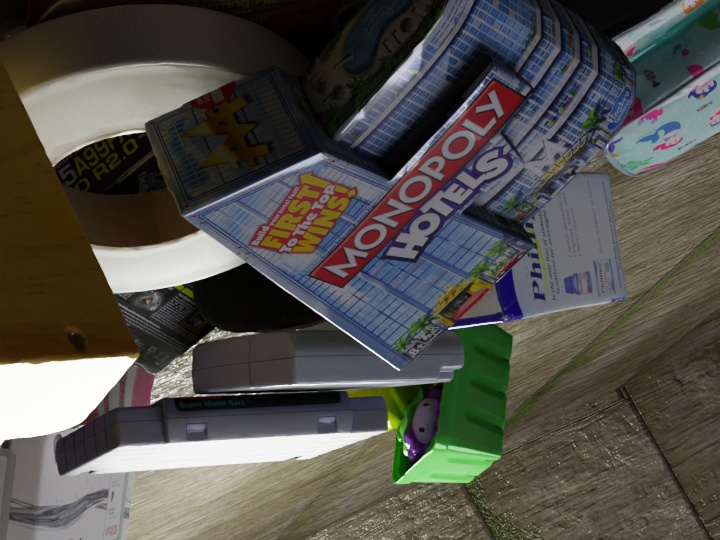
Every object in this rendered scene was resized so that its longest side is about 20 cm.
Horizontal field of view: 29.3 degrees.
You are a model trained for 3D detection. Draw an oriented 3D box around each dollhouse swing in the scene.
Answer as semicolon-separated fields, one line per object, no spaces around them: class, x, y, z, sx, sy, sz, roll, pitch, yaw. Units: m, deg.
dollhouse swing;-0.217;-0.006;0.556;0.176;0.200;0.182;-35;163;24

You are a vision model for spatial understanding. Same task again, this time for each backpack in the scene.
backpack;0.196;-0.155;0.927;0.177;0.151;0.200;-32;169;8

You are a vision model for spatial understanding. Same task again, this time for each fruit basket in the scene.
fruit basket;0.058;0.136;1.585;0.215;0.216;0.156;-19;162;-31

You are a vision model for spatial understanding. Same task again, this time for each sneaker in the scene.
sneaker;0.001;0.001;0.883;0.201;0.067;0.108;-21;163;7

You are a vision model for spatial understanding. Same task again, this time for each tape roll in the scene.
tape roll;-0.111;-0.053;0.690;0.202;0.037;0.203;-10;150;-6

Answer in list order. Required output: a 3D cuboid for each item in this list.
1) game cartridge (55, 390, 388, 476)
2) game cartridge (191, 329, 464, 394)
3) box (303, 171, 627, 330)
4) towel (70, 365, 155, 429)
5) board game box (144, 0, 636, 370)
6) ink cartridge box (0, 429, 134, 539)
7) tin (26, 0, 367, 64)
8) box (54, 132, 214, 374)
game cartridge;-0.095;0.111;0.951;0.199;0.039;0.130;1;160;-31
game cartridge;-0.035;0.061;0.902;0.133;0.042;0.200;5;172;-24
box;0.074;-0.009;1.048;0.183;0.105;0.200;-10;177;36
towel;-0.189;0.043;0.931;0.200;0.030;0.147;3;107;-63
board game box;0.012;-0.054;0.648;0.200;0.062;0.200;19;124;-46
ink cartridge box;-0.237;0.161;1.036;0.082;0.201;0.146;4;175;19
tin;-0.060;-0.124;0.661;0.199;0.042;0.112;-8;155;-9
box;-0.123;-0.022;0.855;0.160;0.044;0.200;-39;152;6
